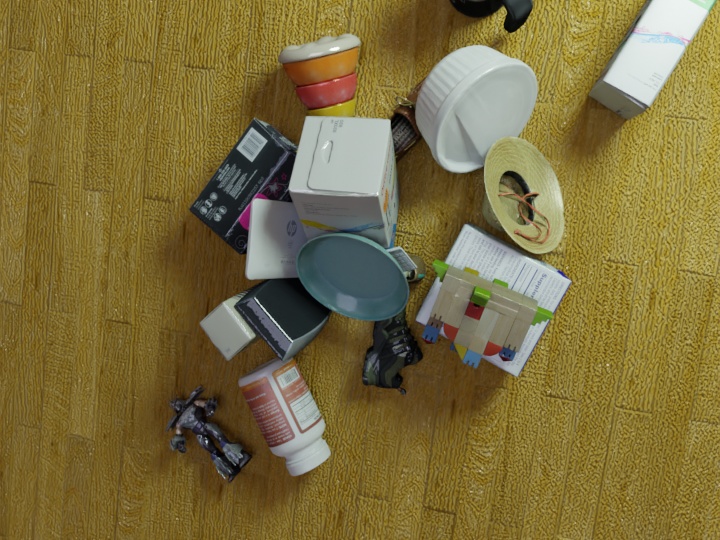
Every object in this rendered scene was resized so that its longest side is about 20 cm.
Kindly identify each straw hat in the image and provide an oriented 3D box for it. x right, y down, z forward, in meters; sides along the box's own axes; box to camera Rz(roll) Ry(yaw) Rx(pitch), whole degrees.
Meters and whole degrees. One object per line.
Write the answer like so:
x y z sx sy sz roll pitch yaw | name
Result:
0.250 -0.115 1.112 0.085 0.200 0.203 -25 91 53 | straw hat

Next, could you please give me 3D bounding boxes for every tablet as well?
-0.125 -0.052 1.136 0.014 0.199 0.132 8 95 31 | tablet

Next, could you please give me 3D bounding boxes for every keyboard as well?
0.000 0.000 1.138 0.198 0.011 0.056 -14 130 32 | keyboard

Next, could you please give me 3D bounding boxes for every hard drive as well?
-0.122 0.066 1.140 0.042 0.200 0.135 -41 89 24 | hard drive

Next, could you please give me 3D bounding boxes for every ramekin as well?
0.178 -0.266 1.064 0.202 0.202 0.094 -45 56 11 | ramekin

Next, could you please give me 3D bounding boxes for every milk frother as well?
0.236 -0.500 1.028 0.180 0.188 0.201 36 100 4 | milk frother

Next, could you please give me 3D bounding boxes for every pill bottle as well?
-0.135 0.265 1.209 0.111 0.112 0.202 -25 91 11 | pill bottle

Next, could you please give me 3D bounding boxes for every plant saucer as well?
-0.010 0.005 1.094 0.197 0.036 0.201 14 139 13 | plant saucer

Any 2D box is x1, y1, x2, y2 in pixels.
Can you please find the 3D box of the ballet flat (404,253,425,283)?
0.019 -0.015 1.173 0.198 0.072 0.069 17 103 8 | ballet flat

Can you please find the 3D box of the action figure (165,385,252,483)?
-0.298 0.311 1.267 0.200 0.069 0.131 41 106 7 | action figure

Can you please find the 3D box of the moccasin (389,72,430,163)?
0.084 -0.261 1.135 0.201 0.078 0.074 -44 87 11 | moccasin

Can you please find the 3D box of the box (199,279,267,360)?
-0.186 0.077 1.151 0.068 0.200 0.082 -39 89 23 | box

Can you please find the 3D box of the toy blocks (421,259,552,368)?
0.185 0.087 1.047 0.198 0.100 0.138 22 110 8 | toy blocks

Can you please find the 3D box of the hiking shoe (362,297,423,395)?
0.069 0.122 1.186 0.099 0.076 0.202 15 107 -1 | hiking shoe

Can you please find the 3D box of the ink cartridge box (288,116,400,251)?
-0.018 -0.131 1.081 0.143 0.201 0.149 4 63 11 | ink cartridge box

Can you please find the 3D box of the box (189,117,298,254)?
-0.184 -0.148 1.177 0.132 0.115 0.201 40 100 5 | box

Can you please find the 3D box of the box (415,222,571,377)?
0.224 0.045 1.126 0.198 0.105 0.185 29 100 7 | box

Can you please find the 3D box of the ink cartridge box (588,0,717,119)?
0.453 -0.351 1.025 0.083 0.145 0.201 31 101 6 | ink cartridge box

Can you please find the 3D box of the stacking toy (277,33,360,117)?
-0.055 -0.299 1.151 0.144 0.146 0.202 -8 113 11 | stacking toy
